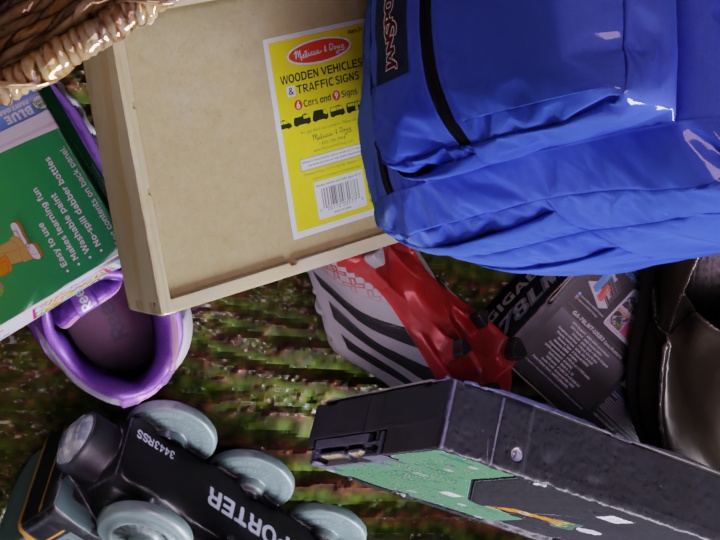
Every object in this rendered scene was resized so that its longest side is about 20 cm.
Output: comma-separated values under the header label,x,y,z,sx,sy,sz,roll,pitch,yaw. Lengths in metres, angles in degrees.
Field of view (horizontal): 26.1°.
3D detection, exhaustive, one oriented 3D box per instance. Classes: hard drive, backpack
label,x,y,z,sx,sy,sz,roll,pitch,yaw
hard drive,0.089,0.102,0.753,0.199,0.140,0.038,20,72,-22
backpack,0.079,-0.087,0.603,0.167,0.199,0.164,13,75,-34

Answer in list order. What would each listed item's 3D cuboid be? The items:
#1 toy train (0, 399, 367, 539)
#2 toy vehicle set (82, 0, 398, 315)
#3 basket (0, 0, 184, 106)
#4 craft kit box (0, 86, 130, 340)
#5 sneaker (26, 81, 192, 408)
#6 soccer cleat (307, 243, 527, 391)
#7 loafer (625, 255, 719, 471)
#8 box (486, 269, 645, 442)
label,x,y,z,sx,sy,sz,roll,pitch,yaw
toy train,-0.083,0.140,0.778,0.114,0.086,0.200,-30,126,36
toy vehicle set,-0.020,-0.067,0.670,0.199,0.026,0.125,-17,106,-36
basket,-0.102,-0.169,0.515,0.199,0.149,0.143,-29,124,5
craft kit box,-0.226,-0.043,0.656,0.197,0.049,0.201,-32,89,3
sneaker,-0.140,-0.016,0.710,0.080,0.089,0.201,-32,111,1
soccer cleat,0.000,0.000,0.764,0.200,0.085,0.069,52,48,-16
loafer,0.175,0.031,0.772,0.072,0.071,0.201,-12,110,-10
box,0.197,0.024,0.839,0.200,0.050,0.199,41,94,-23
